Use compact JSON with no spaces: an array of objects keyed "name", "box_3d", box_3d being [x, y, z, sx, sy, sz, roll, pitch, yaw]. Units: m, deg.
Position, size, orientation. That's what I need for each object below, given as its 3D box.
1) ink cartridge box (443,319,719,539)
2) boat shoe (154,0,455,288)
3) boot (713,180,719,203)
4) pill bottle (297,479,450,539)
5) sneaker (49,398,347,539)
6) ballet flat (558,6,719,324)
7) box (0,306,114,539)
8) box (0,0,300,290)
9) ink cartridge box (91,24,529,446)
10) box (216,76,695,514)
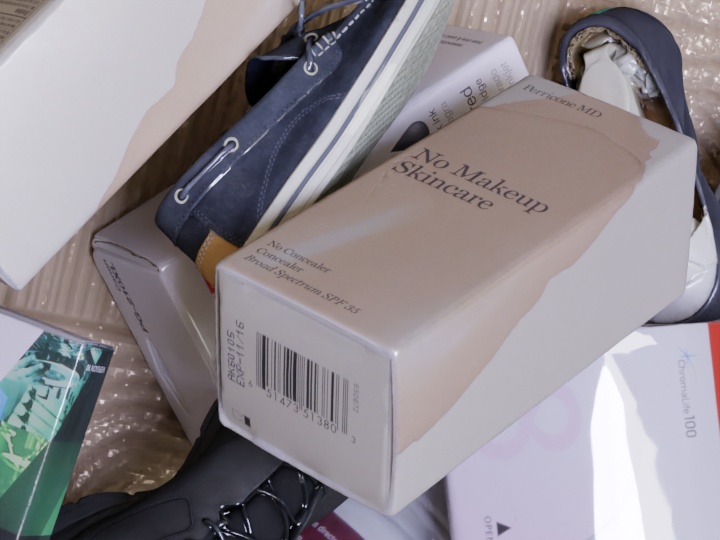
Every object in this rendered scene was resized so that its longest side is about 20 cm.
[{"name":"ink cartridge box","box_3d":[0.137,0.102,0.972,0.198,0.057,0.164,-7,85,12]},{"name":"boat shoe","box_3d":[-0.016,-0.077,0.943,0.062,0.075,0.201,31,70,9]},{"name":"boot","box_3d":[0.240,-0.092,1.135,0.199,0.072,0.183,-35,114,-27]},{"name":"pill bottle","box_3d":[-0.022,0.170,1.035,0.200,0.114,0.114,-42,116,-15]},{"name":"sneaker","box_3d":[-0.054,0.105,0.932,0.200,0.091,0.076,-38,113,-7]},{"name":"ballet flat","box_3d":[0.135,-0.034,1.069,0.073,0.073,0.202,-4,73,-28]},{"name":"box","box_3d":[-0.197,0.102,0.919,0.036,0.143,0.201,14,95,-69]},{"name":"box","box_3d":[-0.113,-0.094,0.947,0.200,0.095,0.078,-47,116,-11]},{"name":"ink cartridge box","box_3d":[0.000,0.000,1.031,0.199,0.084,0.145,-34,114,-18]},{"name":"box","box_3d":[0.042,0.004,0.903,0.200,0.095,0.078,-34,137,-41]}]
